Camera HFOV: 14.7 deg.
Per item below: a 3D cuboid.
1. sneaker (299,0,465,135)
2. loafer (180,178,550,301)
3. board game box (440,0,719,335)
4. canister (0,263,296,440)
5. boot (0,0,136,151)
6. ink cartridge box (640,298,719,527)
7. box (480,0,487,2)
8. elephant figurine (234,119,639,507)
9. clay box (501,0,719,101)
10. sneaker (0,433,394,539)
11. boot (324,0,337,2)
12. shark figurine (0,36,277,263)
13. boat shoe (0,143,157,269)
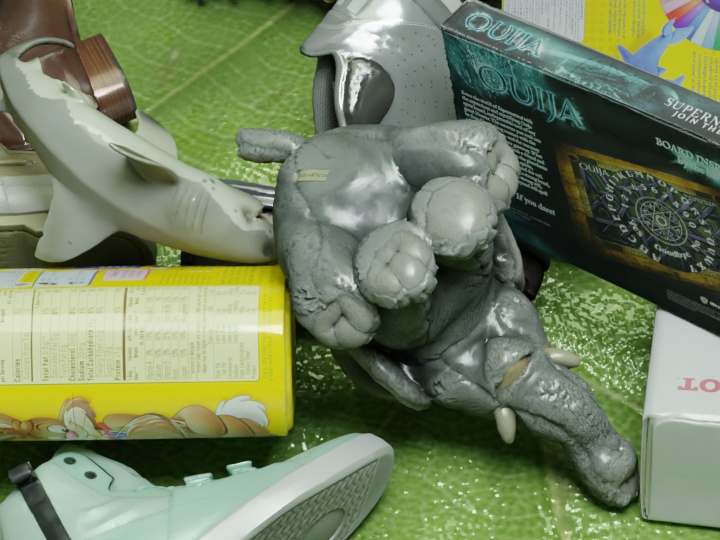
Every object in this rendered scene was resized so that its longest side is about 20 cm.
[{"bbox_3d":[0.040,-0.065,1.486,0.115,0.200,0.075,-45,13,-13],"label":"sneaker"},{"bbox_3d":[0.000,0.000,1.495,0.199,0.072,0.063,11,75,9],"label":"loafer"},{"bbox_3d":[0.130,-0.044,1.362,0.199,0.136,0.028,27,56,33],"label":"board game box"},{"bbox_3d":[-0.133,0.041,1.411,0.199,0.087,0.149,-1,7,0],"label":"canister"},{"bbox_3d":[-0.254,-0.113,1.620,0.199,0.064,0.187,-24,50,-14],"label":"boot"},{"bbox_3d":[0.224,0.035,1.425,0.144,0.088,0.201,5,45,9],"label":"ink cartridge box"},{"bbox_3d":[0.110,-0.245,1.552,0.199,0.196,0.125,-16,81,20],"label":"box"},{"bbox_3d":[0.041,0.023,1.399,0.141,0.200,0.156,-17,49,18],"label":"elephant figurine"},{"bbox_3d":[0.176,-0.109,1.548,0.199,0.116,0.048,2,15,4],"label":"clay box"},{"bbox_3d":[-0.088,0.108,1.376,0.200,0.074,0.118,-28,57,-19],"label":"sneaker"},{"bbox_3d":[-0.034,-0.179,1.659,0.154,0.073,0.201,-4,44,-1],"label":"boot"},{"bbox_3d":[-0.151,-0.053,1.441,0.214,0.128,0.090,36,100,26],"label":"shark figurine"},{"bbox_3d":[-0.208,-0.029,1.529,0.199,0.075,0.069,6,42,-2],"label":"boat shoe"}]
